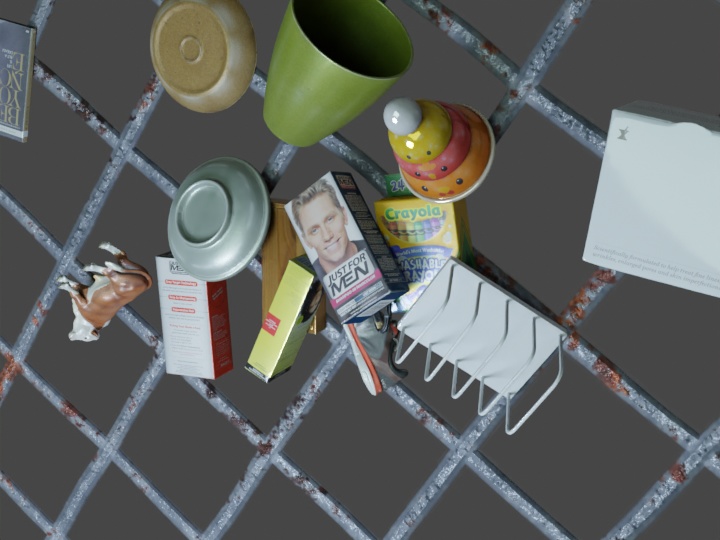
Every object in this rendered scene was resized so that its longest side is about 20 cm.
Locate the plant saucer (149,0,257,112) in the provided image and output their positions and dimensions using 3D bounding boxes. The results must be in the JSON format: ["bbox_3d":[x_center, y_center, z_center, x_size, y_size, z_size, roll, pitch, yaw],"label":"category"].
[{"bbox_3d":[-0.253,-0.342,1.751,0.200,0.035,0.201,7,106,26],"label":"plant saucer"}]

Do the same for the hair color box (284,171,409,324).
[{"bbox_3d":[-0.021,-0.033,1.636,0.100,0.060,0.200,-35,73,28],"label":"hair color box"}]

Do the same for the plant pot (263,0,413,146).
[{"bbox_3d":[-0.054,-0.273,1.600,0.187,0.187,0.200,48,134,9],"label":"plant pot"}]

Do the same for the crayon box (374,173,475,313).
[{"bbox_3d":[0.094,-0.042,1.638,0.126,0.052,0.200,-4,101,28],"label":"crayon box"}]

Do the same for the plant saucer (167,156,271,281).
[{"bbox_3d":[-0.232,-0.085,1.758,0.200,0.050,0.200,-7,76,29],"label":"plant saucer"}]

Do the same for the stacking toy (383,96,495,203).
[{"bbox_3d":[0.081,-0.181,1.508,0.146,0.200,0.146,-7,75,27],"label":"stacking toy"}]

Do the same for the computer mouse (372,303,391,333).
[{"bbox_3d":[0.000,0.000,1.673,0.059,0.034,0.200,-39,64,43],"label":"computer mouse"}]

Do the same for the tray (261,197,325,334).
[{"bbox_3d":[-0.104,-0.007,1.761,0.099,0.037,0.200,8,106,26],"label":"tray"}]

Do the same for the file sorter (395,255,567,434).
[{"bbox_3d":[0.164,0.107,1.562,0.200,0.125,0.139,33,117,-7],"label":"file sorter"}]

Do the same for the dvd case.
[{"bbox_3d":[-0.630,-0.337,1.963,0.149,0.016,0.200,19,112,22],"label":"dvd case"}]

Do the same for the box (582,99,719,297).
[{"bbox_3d":[0.404,-0.093,1.415,0.199,0.131,0.200,17,110,24],"label":"box"}]

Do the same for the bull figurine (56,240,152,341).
[{"bbox_3d":[-0.445,0.040,1.926,0.200,0.065,0.121,-36,118,23],"label":"bull figurine"}]

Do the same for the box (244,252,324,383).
[{"bbox_3d":[-0.107,0.071,1.720,0.050,0.075,0.200,33,117,17],"label":"box"}]

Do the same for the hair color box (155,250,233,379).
[{"bbox_3d":[-0.271,0.070,1.854,0.101,0.061,0.200,5,106,27],"label":"hair color box"}]

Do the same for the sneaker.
[{"bbox_3d":[0.017,0.083,1.714,0.082,0.077,0.200,-20,87,-1],"label":"sneaker"}]
